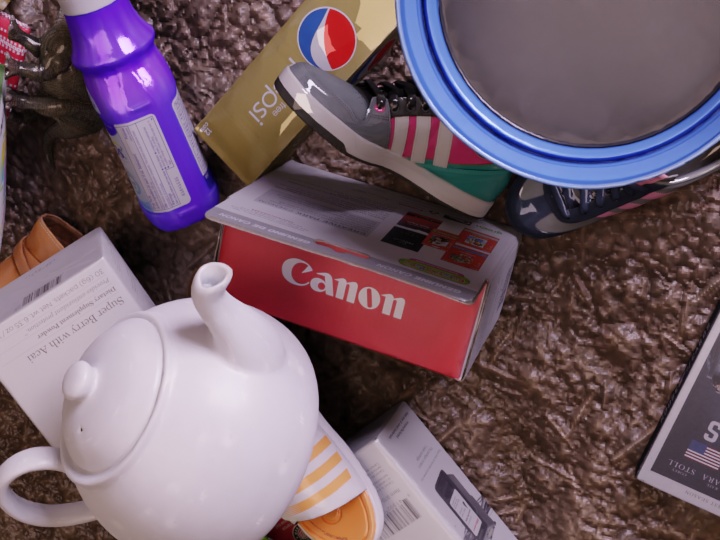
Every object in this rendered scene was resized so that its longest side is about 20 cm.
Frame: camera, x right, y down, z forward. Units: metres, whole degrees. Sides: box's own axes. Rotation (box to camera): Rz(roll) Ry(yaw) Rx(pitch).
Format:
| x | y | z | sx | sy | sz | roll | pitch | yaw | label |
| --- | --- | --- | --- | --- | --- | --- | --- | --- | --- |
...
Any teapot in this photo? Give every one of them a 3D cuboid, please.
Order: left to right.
| x | y | z | sx | sy | sz | roll | pitch | yaw | label |
| --- | --- | --- | --- | --- | --- | --- | --- | --- | --- |
| -0.138 | 0.100 | 0.724 | 0.197 | 0.146 | 0.200 | 5 | 73 | 51 | teapot |

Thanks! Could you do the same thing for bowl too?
| x | y | z | sx | sy | sz | roll | pitch | yaw | label |
| --- | --- | --- | --- | --- | --- | --- | --- | --- | --- |
| 0.119 | -0.144 | 0.552 | 0.201 | 0.039 | 0.201 | 5 | 109 | 16 | bowl |

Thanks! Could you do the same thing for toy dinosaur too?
| x | y | z | sx | sy | sz | roll | pitch | yaw | label |
| --- | --- | --- | --- | --- | --- | --- | --- | --- | --- |
| -0.234 | -0.151 | 0.868 | 0.102 | 0.077 | 0.200 | 1 | 126 | -15 | toy dinosaur |

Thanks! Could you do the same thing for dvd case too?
| x | y | z | sx | sy | sz | roll | pitch | yaw | label |
| --- | --- | --- | --- | --- | --- | --- | --- | --- | --- |
| 0.315 | 0.104 | 0.797 | 0.150 | 0.025 | 0.200 | 23 | 113 | 11 | dvd case |

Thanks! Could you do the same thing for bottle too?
| x | y | z | sx | sy | sz | roll | pitch | yaw | label |
| --- | --- | --- | --- | --- | --- | --- | --- | --- | --- |
| -0.170 | -0.128 | 0.820 | 0.065 | 0.084 | 0.200 | -25 | 126 | -8 | bottle |

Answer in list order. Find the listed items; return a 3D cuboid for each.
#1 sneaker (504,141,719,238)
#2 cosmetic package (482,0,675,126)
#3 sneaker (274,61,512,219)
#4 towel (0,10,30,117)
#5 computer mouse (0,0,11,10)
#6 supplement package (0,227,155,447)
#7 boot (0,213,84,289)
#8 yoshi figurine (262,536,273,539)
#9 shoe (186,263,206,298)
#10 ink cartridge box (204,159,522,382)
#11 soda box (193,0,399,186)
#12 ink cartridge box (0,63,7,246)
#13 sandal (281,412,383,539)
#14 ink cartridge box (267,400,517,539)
| x | y | z | sx | sy | sz | roll | pitch | yaw | label |
| --- | --- | --- | --- | --- | --- | --- | --- | --- | --- |
| 0.184 | -0.075 | 0.749 | 0.200 | 0.082 | 0.070 | -29 | 97 | 25 | sneaker |
| 0.149 | -0.165 | 0.668 | 0.087 | 0.200 | 0.103 | 22 | 114 | 10 | cosmetic package |
| 0.049 | -0.123 | 0.749 | 0.200 | 0.084 | 0.121 | 24 | 114 | -33 | sneaker |
| -0.379 | -0.156 | 0.948 | 0.145 | 0.022 | 0.200 | 29 | 114 | 7 | towel |
| -0.336 | -0.312 | 0.872 | 0.200 | 0.044 | 0.110 | 43 | 120 | -5 | computer mouse |
| -0.204 | 0.087 | 0.872 | 0.121 | 0.120 | 0.200 | -34 | 110 | -6 | supplement package |
| -0.250 | 0.060 | 0.951 | 0.200 | 0.074 | 0.155 | 38 | 109 | -3 | boot |
| -0.107 | 0.274 | 0.904 | 0.112 | 0.112 | 0.200 | 42 | 156 | -19 | yoshi figurine |
| -0.090 | 0.085 | 0.913 | 0.070 | 0.053 | 0.200 | -28 | 83 | 36 | shoe |
| 0.000 | 0.000 | 0.786 | 0.200 | 0.176 | 0.084 | 18 | 112 | 13 | ink cartridge box |
| -0.034 | -0.156 | 0.805 | 0.064 | 0.068 | 0.200 | 45 | 115 | -1 | soda box |
| -0.321 | -0.107 | 0.871 | 0.059 | 0.104 | 0.200 | 3 | 126 | -16 | ink cartridge box |
| -0.064 | 0.139 | 0.839 | 0.079 | 0.059 | 0.207 | -38 | 79 | 26 | sandal |
| 0.037 | 0.237 | 0.901 | 0.145 | 0.083 | 0.200 | -38 | 92 | 25 | ink cartridge box |
